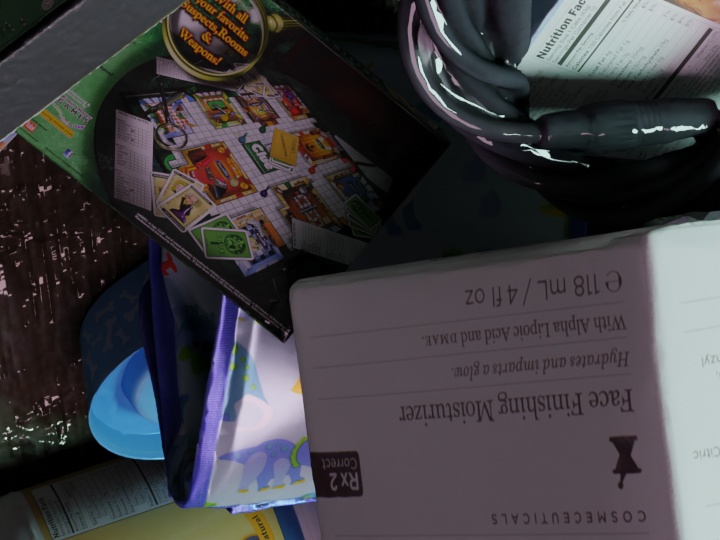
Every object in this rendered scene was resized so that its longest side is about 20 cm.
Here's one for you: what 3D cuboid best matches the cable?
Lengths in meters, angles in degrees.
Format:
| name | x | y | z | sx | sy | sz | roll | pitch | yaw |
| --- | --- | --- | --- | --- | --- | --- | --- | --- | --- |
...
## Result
| name | x | y | z | sx | sy | sz | roll | pitch | yaw |
| --- | --- | --- | --- | --- | --- | --- | --- | --- | --- |
| cable | 0.091 | -0.095 | 0.824 | 0.163 | 0.051 | 0.200 | -34 | 134 | 23 |

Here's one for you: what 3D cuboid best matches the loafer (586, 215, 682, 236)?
| name | x | y | z | sx | sy | sz | roll | pitch | yaw |
| --- | --- | --- | --- | --- | --- | --- | --- | --- | --- |
| loafer | 0.096 | -0.046 | 1.147 | 0.073 | 0.072 | 0.200 | -20 | -179 | -25 |

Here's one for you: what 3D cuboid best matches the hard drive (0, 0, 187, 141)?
| name | x | y | z | sx | sy | sz | roll | pitch | yaw |
| --- | --- | --- | --- | --- | --- | --- | --- | --- | --- |
| hard drive | -0.119 | -0.126 | 0.867 | 0.200 | 0.140 | 0.038 | -35 | 146 | 12 |

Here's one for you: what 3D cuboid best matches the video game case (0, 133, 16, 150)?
| name | x | y | z | sx | sy | sz | roll | pitch | yaw |
| --- | --- | --- | --- | --- | --- | --- | --- | --- | --- |
| video game case | -0.238 | -0.034 | 1.023 | 0.200 | 0.018 | 0.143 | -43 | 143 | 23 |

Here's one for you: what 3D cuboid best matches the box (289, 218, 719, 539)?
| name | x | y | z | sx | sy | sz | roll | pitch | yaw |
| --- | --- | --- | --- | --- | --- | --- | --- | --- | --- |
| box | 0.113 | 0.050 | 0.934 | 0.199 | 0.131 | 0.199 | -7 | 179 | -39 |

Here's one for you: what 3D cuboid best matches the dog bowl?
| name | x | y | z | sx | sy | sz | roll | pitch | yaw |
| --- | --- | --- | --- | --- | --- | --- | --- | --- | --- |
| dog bowl | -0.049 | 0.014 | 1.193 | 0.200 | 0.050 | 0.111 | -34 | 147 | 10 |

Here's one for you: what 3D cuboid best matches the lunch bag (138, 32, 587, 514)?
| name | x | y | z | sx | sy | sz | roll | pitch | yaw |
| --- | --- | --- | --- | --- | --- | --- | --- | --- | --- |
| lunch bag | 0.000 | 0.000 | 1.066 | 0.169 | 0.127 | 0.201 | -3 | 100 | -23 |

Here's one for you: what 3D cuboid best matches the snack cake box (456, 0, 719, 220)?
| name | x | y | z | sx | sy | sz | roll | pitch | yaw |
| --- | --- | --- | --- | --- | --- | --- | --- | --- | --- |
| snack cake box | 0.124 | -0.122 | 0.880 | 0.115 | 0.067 | 0.200 | 19 | 125 | -28 |

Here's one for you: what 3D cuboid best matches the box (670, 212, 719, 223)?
| name | x | y | z | sx | sy | sz | roll | pitch | yaw |
| --- | --- | --- | --- | --- | --- | --- | --- | --- | --- |
| box | 0.174 | 0.007 | 1.239 | 0.041 | 0.156 | 0.200 | -37 | 149 | -9 |

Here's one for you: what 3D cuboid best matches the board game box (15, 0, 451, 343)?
| name | x | y | z | sx | sy | sz | roll | pitch | yaw |
| --- | --- | --- | --- | --- | --- | --- | --- | --- | --- |
| board game box | -0.074 | -0.073 | 0.951 | 0.200 | 0.023 | 0.105 | 39 | 102 | -13 |

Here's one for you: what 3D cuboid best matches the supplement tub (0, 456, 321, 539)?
| name | x | y | z | sx | sy | sz | roll | pitch | yaw |
| --- | --- | --- | --- | --- | --- | --- | --- | --- | --- |
| supplement tub | -0.112 | 0.167 | 1.271 | 0.199 | 0.145 | 0.145 | -18 | 146 | -14 |
